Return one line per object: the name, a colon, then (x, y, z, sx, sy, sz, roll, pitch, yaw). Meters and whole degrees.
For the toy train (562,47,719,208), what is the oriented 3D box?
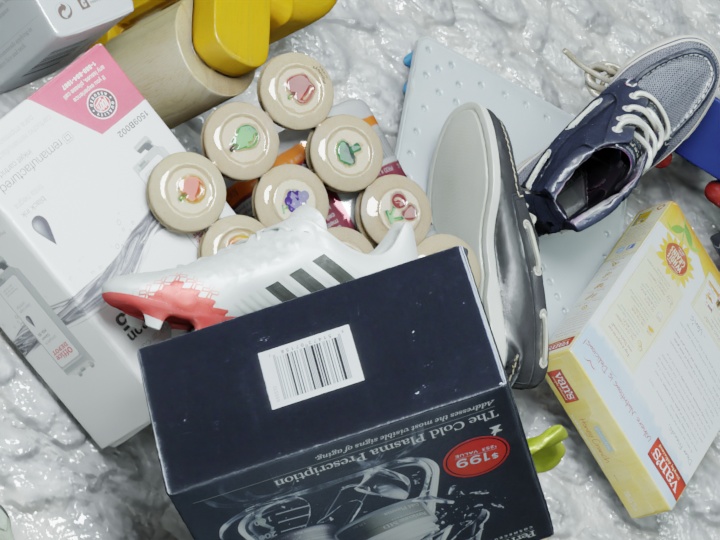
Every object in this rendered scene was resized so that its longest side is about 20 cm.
toy train: (0.222, -0.128, 1.841, 0.200, 0.116, 0.085, 30, 97, -15)

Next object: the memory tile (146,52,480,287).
memory tile: (-0.027, -0.023, 1.521, 0.153, 0.017, 0.200, -43, 99, -23)

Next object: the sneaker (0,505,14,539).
sneaker: (-0.210, 0.197, 1.395, 0.200, 0.078, 0.086, 43, 62, -4)

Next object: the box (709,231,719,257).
box: (0.379, -0.015, 1.879, 0.200, 0.115, 0.132, -23, 84, -53)

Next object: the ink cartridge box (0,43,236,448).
ink cartridge box: (-0.158, -0.015, 1.512, 0.200, 0.083, 0.147, 51, 49, -7)

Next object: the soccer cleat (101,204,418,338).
soccer cleat: (-0.056, 0.002, 1.457, 0.200, 0.069, 0.085, 4, 88, -19)

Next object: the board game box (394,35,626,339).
board game box: (0.101, -0.042, 1.758, 0.200, 0.026, 0.200, 27, 56, -25)

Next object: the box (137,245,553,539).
box: (-0.005, 0.103, 1.434, 0.182, 0.200, 0.104, 68, 4, -55)

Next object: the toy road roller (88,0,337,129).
toy road roller: (-0.088, -0.175, 1.618, 0.146, 0.123, 0.200, 27, 55, -39)

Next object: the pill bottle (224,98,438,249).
pill bottle: (0.000, 0.000, 1.604, 0.114, 0.114, 0.200, -26, 87, -41)

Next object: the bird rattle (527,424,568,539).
bird rattle: (0.062, 0.182, 1.583, 0.200, 0.113, 0.163, -41, 114, -37)

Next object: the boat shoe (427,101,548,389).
boat shoe: (0.093, -0.016, 1.675, 0.060, 0.074, 0.200, 6, 70, -35)

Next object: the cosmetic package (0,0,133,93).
cosmetic package: (-0.236, -0.221, 1.537, 0.074, 0.102, 0.200, -27, 89, -42)

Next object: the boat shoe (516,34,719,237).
boat shoe: (0.191, -0.093, 1.720, 0.200, 0.093, 0.075, -43, 104, -12)

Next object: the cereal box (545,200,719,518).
cereal box: (0.211, 0.061, 1.760, 0.144, 0.039, 0.200, 57, 43, -16)
